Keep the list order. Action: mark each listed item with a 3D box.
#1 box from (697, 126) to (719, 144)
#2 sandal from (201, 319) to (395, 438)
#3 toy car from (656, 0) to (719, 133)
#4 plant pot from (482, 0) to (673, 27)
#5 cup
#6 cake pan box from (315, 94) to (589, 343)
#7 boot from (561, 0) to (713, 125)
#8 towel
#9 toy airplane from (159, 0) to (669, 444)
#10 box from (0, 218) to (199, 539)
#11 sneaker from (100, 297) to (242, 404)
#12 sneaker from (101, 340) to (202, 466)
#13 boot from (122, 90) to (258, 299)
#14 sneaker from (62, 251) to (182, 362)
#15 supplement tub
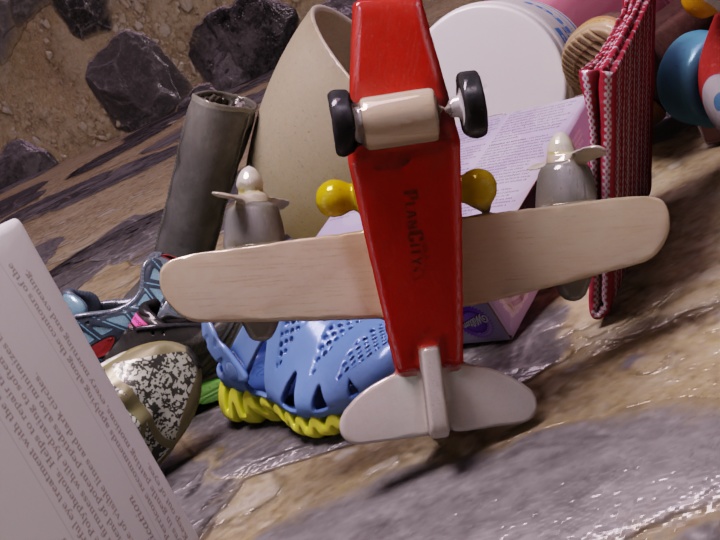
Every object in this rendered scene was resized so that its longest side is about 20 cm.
[{"bbox_3d":[0.325,-0.152,0.908,0.199,0.076,0.100,-8,22,47],"label":"box"},{"bbox_3d":[-0.037,0.046,0.808,0.079,0.088,0.199,-34,18,-37],"label":"sandal"},{"bbox_3d":[0.222,-0.171,0.774,0.184,0.199,0.179,26,94,58],"label":"toy car"},{"bbox_3d":[0.221,-0.262,1.285,0.179,0.200,0.200,-40,12,7],"label":"plant pot"},{"bbox_3d":[-0.014,-0.099,1.135,0.143,0.200,0.201,-45,8,19],"label":"cup"},{"bbox_3d":[0.054,-0.028,0.885,0.199,0.052,0.185,-10,38,43],"label":"cake pan box"},{"bbox_3d":[0.227,-0.182,0.998,0.166,0.072,0.200,-46,-17,-5],"label":"boot"},{"bbox_3d":[0.153,-0.077,0.799,0.022,0.146,0.200,3,24,18],"label":"towel"},{"bbox_3d":[0.028,-0.012,0.685,0.200,0.199,0.141,-52,13,12],"label":"toy airplane"},{"bbox_3d":[-0.221,0.121,0.626,0.198,0.201,0.172,-22,14,20],"label":"box"},{"bbox_3d":[-0.148,0.067,0.927,0.199,0.084,0.077,-30,14,-15],"label":"sneaker"},{"bbox_3d":[-0.163,0.114,0.793,0.200,0.077,0.088,-42,9,-25],"label":"sneaker"},{"bbox_3d":[-0.140,-0.040,1.092,0.182,0.072,0.202,-83,16,-72],"label":"boot"},{"bbox_3d":[-0.200,0.060,0.995,0.199,0.096,0.079,-36,9,-4],"label":"sneaker"},{"bbox_3d":[0.119,-0.157,1.113,0.131,0.133,0.200,-21,6,17],"label":"supplement tub"}]
